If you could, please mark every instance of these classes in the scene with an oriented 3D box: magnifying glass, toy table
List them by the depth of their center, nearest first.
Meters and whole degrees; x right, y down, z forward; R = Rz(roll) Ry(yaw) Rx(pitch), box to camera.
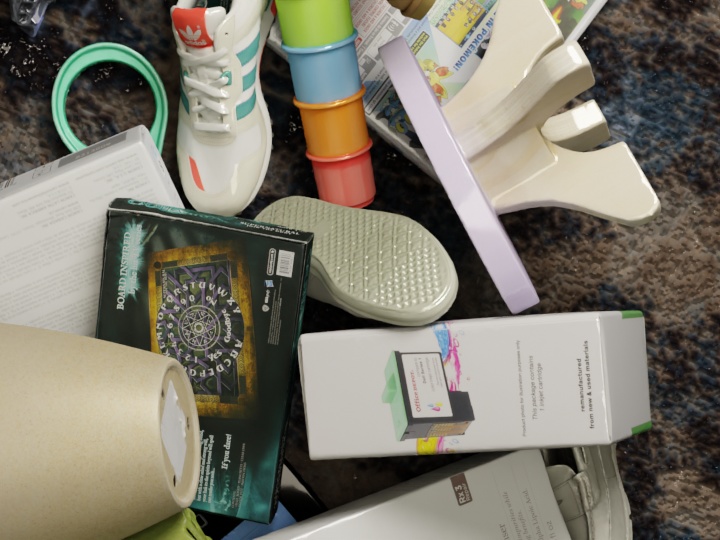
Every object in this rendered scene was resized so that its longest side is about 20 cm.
[{"bbox_3d":[0.105,-0.087,1.193,0.117,0.184,0.201,-29,86,6],"label":"toy table"},{"bbox_3d":[-0.158,-0.057,1.246,0.079,0.022,0.201,-15,95,-7],"label":"magnifying glass"}]

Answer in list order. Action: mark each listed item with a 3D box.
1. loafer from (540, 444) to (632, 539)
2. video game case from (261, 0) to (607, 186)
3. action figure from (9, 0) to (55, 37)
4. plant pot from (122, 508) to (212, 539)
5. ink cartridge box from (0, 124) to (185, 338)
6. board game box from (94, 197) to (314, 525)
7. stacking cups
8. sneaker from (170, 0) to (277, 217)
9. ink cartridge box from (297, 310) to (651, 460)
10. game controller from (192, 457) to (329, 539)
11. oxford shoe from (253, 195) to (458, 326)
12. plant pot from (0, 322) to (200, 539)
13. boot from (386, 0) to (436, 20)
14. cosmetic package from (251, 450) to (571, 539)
[{"bbox_3d":[0.146,0.145,1.265,0.069,0.070,0.201,-1,82,-22],"label":"loafer"},{"bbox_3d":[0.058,-0.187,1.274,0.182,0.022,0.200,38,85,-7],"label":"video game case"},{"bbox_3d":[-0.173,-0.225,1.171,0.104,0.193,0.201,34,112,21],"label":"action figure"},{"bbox_3d":[-0.155,0.252,1.159,0.190,0.200,0.200,-37,95,-5],"label":"plant pot"},{"bbox_3d":[-0.179,0.023,1.229,0.159,0.047,0.201,-22,111,3],"label":"ink cartridge box"},{"bbox_3d":[-0.109,0.060,1.193,0.135,0.028,0.201,11,108,7],"label":"board game box"},{"bbox_3d":[-0.029,-0.138,1.221,0.060,0.061,0.201,-11,114,-8],"label":"stacking cups"},{"bbox_3d":[-0.102,-0.137,1.207,0.070,0.093,0.201,6,87,23],"label":"sneaker"},{"bbox_3d":[0.077,0.074,1.181,0.199,0.145,0.084,-5,88,19],"label":"ink cartridge box"},{"bbox_3d":[-0.048,0.215,1.255,0.104,0.042,0.200,-40,95,-6],"label":"game controller"},{"bbox_3d":[0.000,0.000,1.196,0.075,0.200,0.058,-42,124,-21],"label":"oxford shoe"},{"bbox_3d":[-0.208,0.111,1.131,0.199,0.187,0.188,-6,92,10],"label":"plant pot"},{"bbox_3d":[-0.043,-0.248,1.129,0.199,0.066,0.176,14,48,-18],"label":"boot"},{"bbox_3d":[0.037,0.200,1.214,0.199,0.081,0.113,-21,90,-22],"label":"cosmetic package"}]
